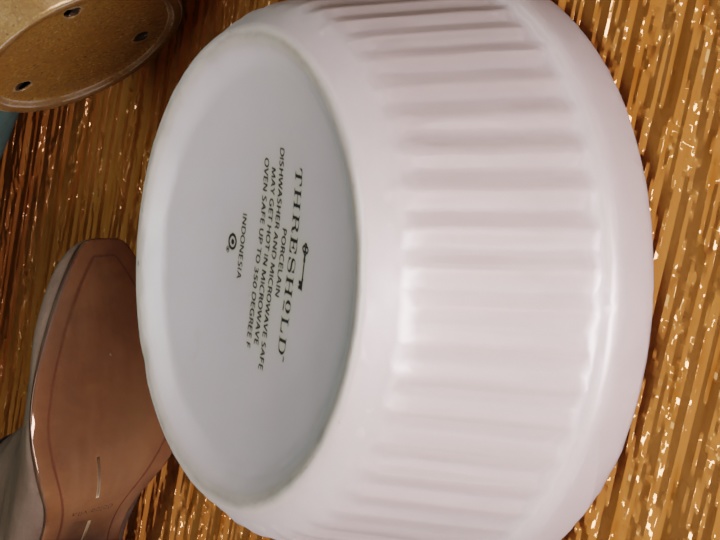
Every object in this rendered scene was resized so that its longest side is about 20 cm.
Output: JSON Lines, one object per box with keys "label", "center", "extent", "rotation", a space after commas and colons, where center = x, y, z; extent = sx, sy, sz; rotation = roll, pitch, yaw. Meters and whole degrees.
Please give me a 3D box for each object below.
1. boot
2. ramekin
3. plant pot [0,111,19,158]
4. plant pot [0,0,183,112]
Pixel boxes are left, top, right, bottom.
{"label": "boot", "center": [-0.138, 0.090, 1.012], "extent": [0.146, 0.070, 0.201], "rotation": [-5, 84, 61]}
{"label": "ramekin", "center": [0.000, 0.000, 0.756], "extent": [0.202, 0.094, 0.203], "rotation": [-4, 86, 60]}
{"label": "plant pot", "center": [-0.248, -0.085, 1.101], "extent": [0.196, 0.200, 0.201], "rotation": [-56, 43, 30]}
{"label": "plant pot", "center": [-0.158, -0.175, 0.969], "extent": [0.186, 0.186, 0.201], "rotation": [-46, 63, 49]}
